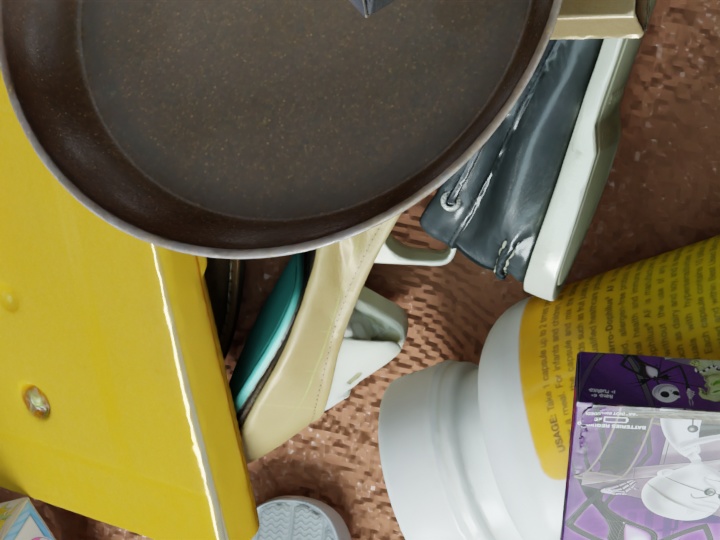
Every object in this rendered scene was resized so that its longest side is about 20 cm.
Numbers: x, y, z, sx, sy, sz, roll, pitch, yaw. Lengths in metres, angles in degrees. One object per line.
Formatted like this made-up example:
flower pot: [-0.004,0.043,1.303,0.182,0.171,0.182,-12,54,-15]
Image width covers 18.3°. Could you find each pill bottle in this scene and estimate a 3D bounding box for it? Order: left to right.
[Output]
pill bottle: [0.113,0.052,0.810,0.200,0.113,0.113,-19,102,22]

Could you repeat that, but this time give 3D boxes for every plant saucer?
plant saucer: [-0.024,-0.097,0.730,0.200,0.034,0.201,-5,75,19]

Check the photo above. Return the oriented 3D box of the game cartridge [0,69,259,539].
game cartridge: [-0.126,0.004,0.863,0.176,0.032,0.201,13,124,36]

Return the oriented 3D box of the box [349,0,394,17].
box: [0.033,-0.191,0.691,0.158,0.200,0.048,50,162,21]

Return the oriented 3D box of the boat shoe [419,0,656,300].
boat shoe: [0.069,-0.093,0.783,0.066,0.074,0.200,18,104,11]

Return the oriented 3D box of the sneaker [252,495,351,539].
sneaker: [-0.040,0.191,0.934,0.073,0.071,0.201,12,91,16]

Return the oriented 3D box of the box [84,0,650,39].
box: [0.005,-0.156,0.766,0.199,0.021,0.164,0,76,21]

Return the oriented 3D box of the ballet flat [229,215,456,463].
ballet flat: [0.000,0.000,0.855,0.063,0.069,0.200,20,115,-5]

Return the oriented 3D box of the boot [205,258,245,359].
boot: [-0.090,-0.038,0.862,0.073,0.075,0.201,3,111,15]

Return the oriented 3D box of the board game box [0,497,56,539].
board game box: [-0.124,0.212,0.904,0.034,0.135,0.200,-15,117,29]

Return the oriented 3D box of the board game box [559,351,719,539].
board game box: [0.166,0.084,0.739,0.199,0.032,0.120,3,135,4]
